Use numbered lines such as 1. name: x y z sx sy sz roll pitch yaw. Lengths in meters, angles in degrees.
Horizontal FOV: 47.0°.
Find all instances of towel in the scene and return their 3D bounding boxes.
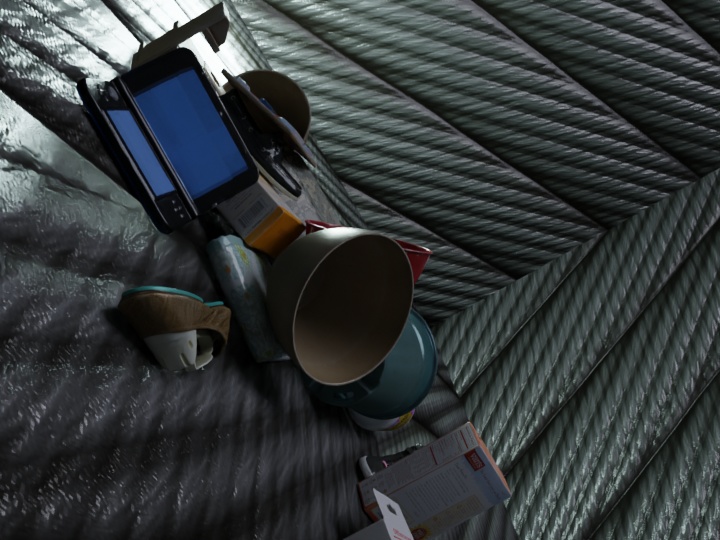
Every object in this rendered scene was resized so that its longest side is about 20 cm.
1. towel: -0.139 0.042 1.158 0.173 0.048 0.200 62 7 9

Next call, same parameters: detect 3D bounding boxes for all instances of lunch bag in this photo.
1. lunch bag: -0.136 -0.084 1.367 0.202 0.138 0.168 60 24 -3

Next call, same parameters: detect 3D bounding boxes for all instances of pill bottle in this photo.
1. pill bottle: 0.044 0.240 1.517 0.105 0.103 0.200 63 7 15

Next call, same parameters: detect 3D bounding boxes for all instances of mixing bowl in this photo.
1. mixing bowl: 0.000 0.000 1.233 0.200 0.197 0.110 -45 150 -83

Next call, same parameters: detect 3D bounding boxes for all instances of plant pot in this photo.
1. plant pot: -0.047 0.030 1.080 0.134 0.201 0.201 25 -22 44
2. plant pot: 0.004 0.140 1.322 0.202 0.199 0.196 63 15 16
3. plant pot: -0.180 -0.247 1.576 0.189 0.185 0.200 63 -7 14

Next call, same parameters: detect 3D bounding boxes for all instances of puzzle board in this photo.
1. puzzle board: -0.139 -0.242 1.326 0.150 0.017 0.200 43 0 11

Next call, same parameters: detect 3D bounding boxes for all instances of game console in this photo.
1. game console: -0.228 -0.167 1.020 0.202 0.117 0.171 60 6 -9

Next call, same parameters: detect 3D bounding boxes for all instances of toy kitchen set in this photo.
1. toy kitchen set: -0.234 -0.292 1.285 0.181 0.162 0.201 57 8 -32

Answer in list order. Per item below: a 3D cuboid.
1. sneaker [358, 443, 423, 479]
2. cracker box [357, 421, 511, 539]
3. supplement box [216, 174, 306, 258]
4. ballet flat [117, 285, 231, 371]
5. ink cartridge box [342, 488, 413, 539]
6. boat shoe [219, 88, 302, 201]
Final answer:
1. sneaker: 0.063 0.321 1.359 0.071 0.098 0.200 65 9 19
2. cracker box: 0.113 0.331 1.254 0.135 0.198 0.058 57 7 -34
3. supplement box: -0.180 -0.121 1.213 0.200 0.073 0.126 49 3 14
4. ballet flat: -0.173 0.061 0.809 0.200 0.067 0.074 47 34 -80
5. ink cartridge box: 0.041 0.389 1.038 0.116 0.067 0.202 52 12 -56
6. boat shoe: -0.149 -0.196 1.265 0.200 0.066 0.074 47 4 6
